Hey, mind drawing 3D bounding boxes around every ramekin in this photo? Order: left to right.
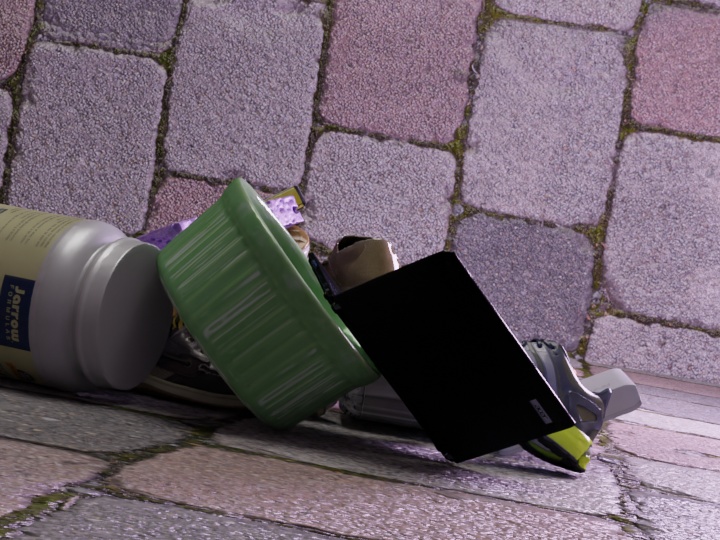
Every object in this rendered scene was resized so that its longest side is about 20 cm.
[{"bbox_3d":[-0.079,0.033,1.344,0.097,0.201,0.200,-36,3,2],"label":"ramekin"}]

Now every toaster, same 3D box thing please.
[{"bbox_3d":[0.048,0.091,1.513,0.128,0.115,0.200,6,-1,-2],"label":"toaster"}]

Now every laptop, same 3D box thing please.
[{"bbox_3d":[0.058,0.053,1.313,0.178,0.103,0.200,54,2,-18],"label":"laptop"}]

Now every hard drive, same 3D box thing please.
[{"bbox_3d":[0.188,0.129,1.522,0.131,0.027,0.200,-21,-1,5],"label":"hard drive"}]

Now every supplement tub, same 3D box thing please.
[{"bbox_3d":[-0.272,0.022,1.383,0.199,0.146,0.145,10,1,22],"label":"supplement tub"}]

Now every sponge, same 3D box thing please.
[{"bbox_3d":[-0.149,-0.027,1.504,0.111,0.030,0.200,-22,-2,31],"label":"sponge"}]

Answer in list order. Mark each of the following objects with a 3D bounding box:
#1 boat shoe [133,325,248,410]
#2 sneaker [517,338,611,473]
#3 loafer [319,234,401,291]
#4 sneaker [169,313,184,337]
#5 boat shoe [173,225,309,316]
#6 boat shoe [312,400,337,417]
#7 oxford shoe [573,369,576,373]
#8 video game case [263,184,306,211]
[{"bbox_3d":[-0.158,0.079,1.455,0.199,0.067,0.072,9,1,15],"label":"boat shoe"},{"bbox_3d":[0.125,0.083,1.381,0.200,0.081,0.074,39,-21,-11],"label":"sneaker"},{"bbox_3d":[0.000,0.000,1.611,0.076,0.068,0.200,8,-1,-19],"label":"loafer"},{"bbox_3d":[-0.148,0.065,1.533,0.084,0.075,0.200,-3,-28,-6],"label":"sneaker"},{"bbox_3d":[-0.132,0.027,1.650,0.199,0.070,0.071,-27,48,-24],"label":"boat shoe"},{"bbox_3d":[-0.060,0.046,1.527,0.068,0.075,0.200,-21,54,-15],"label":"boat shoe"},{"bbox_3d":[0.123,0.119,1.661,0.198,0.073,0.071,3,-12,-14],"label":"oxford shoe"},{"bbox_3d":[-0.164,-0.025,1.731,0.180,0.026,0.200,-28,1,-21],"label":"video game case"}]
